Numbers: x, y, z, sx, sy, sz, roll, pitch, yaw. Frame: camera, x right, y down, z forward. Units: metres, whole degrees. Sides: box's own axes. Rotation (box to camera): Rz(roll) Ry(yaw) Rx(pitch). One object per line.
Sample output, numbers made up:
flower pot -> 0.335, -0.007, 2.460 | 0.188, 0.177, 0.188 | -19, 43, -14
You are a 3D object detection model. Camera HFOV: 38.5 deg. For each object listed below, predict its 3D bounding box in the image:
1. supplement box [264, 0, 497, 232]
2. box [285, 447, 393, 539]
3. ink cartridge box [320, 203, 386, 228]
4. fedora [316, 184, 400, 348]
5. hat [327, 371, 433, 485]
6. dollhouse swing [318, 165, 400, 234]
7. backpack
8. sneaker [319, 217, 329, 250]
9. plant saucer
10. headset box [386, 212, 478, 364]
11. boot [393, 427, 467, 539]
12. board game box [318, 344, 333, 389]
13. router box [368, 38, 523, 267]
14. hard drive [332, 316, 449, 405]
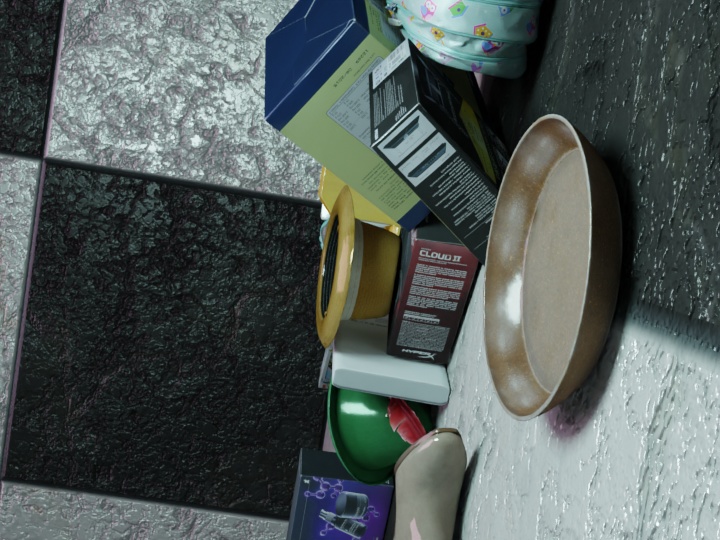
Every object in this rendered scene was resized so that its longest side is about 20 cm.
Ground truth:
supplement box -> 0.017, -0.188, 1.069 | 0.134, 0.199, 0.201 | -42, 28, 23
box -> -0.036, 0.376, 1.531 | 0.079, 0.139, 0.202 | -90, 9, -68
ink cartridge box -> 0.026, -0.160, 1.636 | 0.145, 0.143, 0.203 | 37, -119, -83
fedora -> 0.000, 0.000, 1.181 | 0.201, 0.081, 0.203 | -171, 90, -82
hat -> 0.073, 0.166, 1.204 | 0.165, 0.175, 0.202 | 41, -133, -40
dollhouse swing -> 0.031, -0.150, 1.468 | 0.182, 0.174, 0.203 | -151, 69, -85
backpack -> 0.104, -0.262, 0.972 | 0.200, 0.165, 0.128 | -115, 26, -62
sneaker -> 0.024, 0.000, 1.445 | 0.078, 0.200, 0.091 | -44, 6, -20
plant saucer -> 0.127, -0.001, 0.686 | 0.200, 0.034, 0.203 | -175, 90, -79
headset box -> 0.083, -0.020, 1.154 | 0.150, 0.076, 0.201 | -85, 4, -46
boot -> 0.065, 0.260, 0.961 | 0.201, 0.069, 0.147 | 102, 169, -48
board game box -> 0.011, 0.127, 1.498 | 0.201, 0.125, 0.035 | 105, 173, -60
router box -> 0.077, -0.098, 0.859 | 0.052, 0.157, 0.201 | -40, 19, 18
hard drive -> 0.032, 0.093, 1.226 | 0.200, 0.130, 0.027 | -92, 13, -70
